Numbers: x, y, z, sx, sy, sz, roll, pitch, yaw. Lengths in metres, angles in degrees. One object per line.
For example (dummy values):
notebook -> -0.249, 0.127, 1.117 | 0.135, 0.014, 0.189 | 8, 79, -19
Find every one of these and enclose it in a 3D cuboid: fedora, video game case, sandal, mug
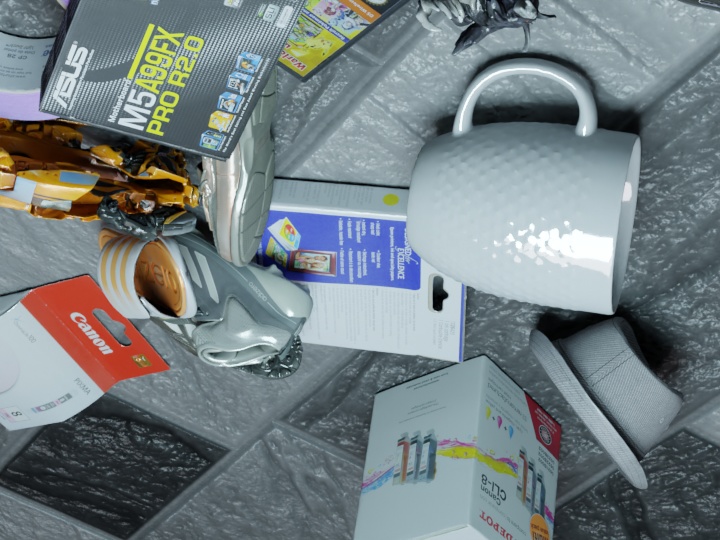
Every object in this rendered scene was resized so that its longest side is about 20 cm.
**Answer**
fedora -> 0.238, 0.109, 1.641 | 0.090, 0.177, 0.200 | -37, 152, 3
video game case -> -0.062, -0.246, 1.350 | 0.199, 0.026, 0.180 | 33, 135, -27
sandal -> -0.203, 0.006, 1.547 | 0.206, 0.059, 0.080 | 13, 122, 62
mug -> 0.133, -0.074, 1.442 | 0.174, 0.148, 0.201 | 8, 111, 13

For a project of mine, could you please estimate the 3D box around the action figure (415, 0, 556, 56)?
action figure -> 0.079, -0.225, 1.278 | 0.119, 0.102, 0.200 | -45, 117, 10

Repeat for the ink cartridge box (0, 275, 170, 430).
ink cartridge box -> -0.320, 0.087, 1.792 | 0.199, 0.057, 0.163 | -9, 137, 29

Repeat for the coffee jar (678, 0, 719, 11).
coffee jar -> 0.273, -0.265, 1.206 | 0.103, 0.086, 0.201 | 11, 140, -5

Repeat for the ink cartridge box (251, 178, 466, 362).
ink cartridge box -> 0.000, 0.000, 1.621 | 0.198, 0.047, 0.198 | 5, 139, 5

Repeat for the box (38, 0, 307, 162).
box -> -0.140, -0.185, 1.341 | 0.159, 0.044, 0.200 | 14, 131, -20

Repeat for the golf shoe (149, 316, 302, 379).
golf shoe -> -0.125, 0.051, 1.656 | 0.199, 0.078, 0.095 | 30, 165, 29

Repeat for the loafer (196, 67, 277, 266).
loafer -> -0.110, -0.100, 1.493 | 0.062, 0.072, 0.201 | 18, 125, 17

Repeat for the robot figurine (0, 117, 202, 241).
robot figurine -> -0.227, -0.083, 1.485 | 0.199, 0.145, 0.059 | 7, 119, -18

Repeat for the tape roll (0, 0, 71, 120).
tape roll -> -0.280, -0.212, 1.406 | 0.198, 0.066, 0.201 | 5, 141, 4

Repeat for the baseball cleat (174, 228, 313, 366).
baseball cleat -> -0.143, 0.021, 1.581 | 0.199, 0.107, 0.070 | 20, 157, 25

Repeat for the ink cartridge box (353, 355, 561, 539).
ink cartridge box -> 0.097, 0.219, 1.739 | 0.144, 0.201, 0.145 | -21, 132, 33
